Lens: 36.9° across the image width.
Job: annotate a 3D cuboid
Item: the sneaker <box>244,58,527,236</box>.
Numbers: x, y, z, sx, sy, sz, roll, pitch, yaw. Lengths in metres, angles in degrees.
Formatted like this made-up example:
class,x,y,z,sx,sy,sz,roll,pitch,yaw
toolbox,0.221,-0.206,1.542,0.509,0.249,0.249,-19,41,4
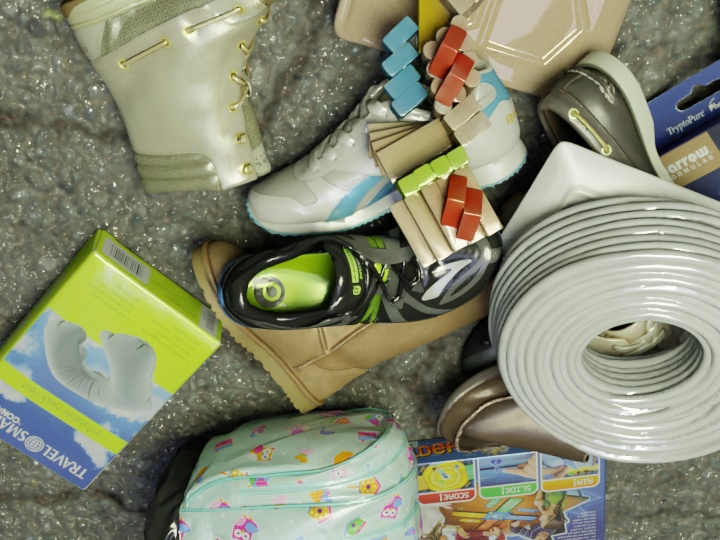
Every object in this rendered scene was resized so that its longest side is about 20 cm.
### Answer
class,x,y,z,sx,sy,sz,roll,pitch,yaw
sneaker,0.010,-0.084,0.749,0.199,0.077,0.081,-18,119,7

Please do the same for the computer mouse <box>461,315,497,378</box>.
class,x,y,z,sx,sy,sz,roll,pitch,yaw
computer mouse,0.156,0.021,0.839,0.059,0.034,0.200,37,108,-19

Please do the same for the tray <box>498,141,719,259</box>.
class,x,y,z,sx,sy,sz,roll,pitch,yaw
tray,0.200,-0.009,0.730,0.199,0.022,0.108,20,130,-9

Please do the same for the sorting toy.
class,x,y,z,sx,sy,sz,roll,pitch,yaw
sorting toy,0.097,-0.220,0.718,0.199,0.037,0.186,12,115,-15

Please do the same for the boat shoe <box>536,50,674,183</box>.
class,x,y,z,sx,sy,sz,roll,pitch,yaw
boat shoe,0.184,-0.052,0.757,0.060,0.072,0.202,-37,113,-14

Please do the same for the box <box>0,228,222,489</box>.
class,x,y,z,sx,sy,sz,roll,pitch,yaw
box,-0.215,0.079,0.835,0.122,0.048,0.200,38,108,-19

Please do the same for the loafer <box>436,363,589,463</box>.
class,x,y,z,sx,sy,sz,roll,pitch,yaw
loafer,0.158,0.111,0.841,0.198,0.071,0.073,-9,137,-9

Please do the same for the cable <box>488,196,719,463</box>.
class,x,y,z,sx,sy,sz,roll,pitch,yaw
cable,0.183,0.044,0.718,0.198,0.069,0.201,12,133,-1

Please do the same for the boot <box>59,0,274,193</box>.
class,x,y,z,sx,sy,sz,roll,pitch,yaw
boot,-0.081,-0.139,0.721,0.199,0.072,0.156,-14,116,11

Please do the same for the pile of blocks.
class,x,y,z,sx,sy,sz,roll,pitch,yaw
pile of blocks,0.044,-0.102,0.670,0.081,0.062,0.202,-5,92,0

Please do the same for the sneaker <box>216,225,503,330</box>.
class,x,y,z,sx,sy,sz,roll,pitch,yaw
sneaker,0.002,0.008,0.728,0.198,0.083,0.071,-9,94,-6

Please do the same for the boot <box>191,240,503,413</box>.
class,x,y,z,sx,sy,sz,roll,pitch,yaw
boot,0.000,0.000,0.805,0.199,0.066,0.175,-31,124,11

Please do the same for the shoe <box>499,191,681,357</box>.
class,x,y,z,sx,sy,sz,roll,pitch,yaw
shoe,0.174,0.027,0.798,0.070,0.053,0.200,-43,97,5

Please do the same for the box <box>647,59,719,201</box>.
class,x,y,z,sx,sy,sz,roll,pitch,yaw
box,0.282,-0.049,0.757,0.121,0.032,0.201,-31,97,44

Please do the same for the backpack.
class,x,y,z,sx,sy,sz,roll,pitch,yaw
backpack,-0.053,0.178,0.824,0.198,0.167,0.127,-6,110,9

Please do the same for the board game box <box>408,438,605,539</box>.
class,x,y,z,sx,sy,sz,roll,pitch,yaw
board game box,0.108,0.204,0.925,0.198,0.035,0.136,-5,116,0
